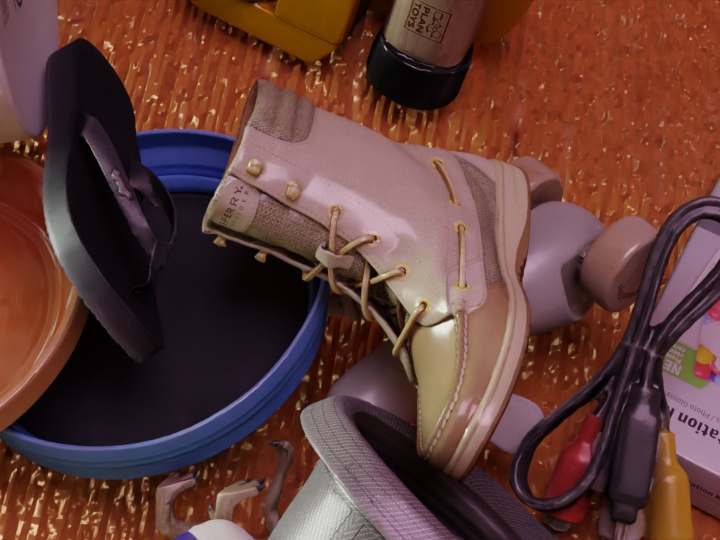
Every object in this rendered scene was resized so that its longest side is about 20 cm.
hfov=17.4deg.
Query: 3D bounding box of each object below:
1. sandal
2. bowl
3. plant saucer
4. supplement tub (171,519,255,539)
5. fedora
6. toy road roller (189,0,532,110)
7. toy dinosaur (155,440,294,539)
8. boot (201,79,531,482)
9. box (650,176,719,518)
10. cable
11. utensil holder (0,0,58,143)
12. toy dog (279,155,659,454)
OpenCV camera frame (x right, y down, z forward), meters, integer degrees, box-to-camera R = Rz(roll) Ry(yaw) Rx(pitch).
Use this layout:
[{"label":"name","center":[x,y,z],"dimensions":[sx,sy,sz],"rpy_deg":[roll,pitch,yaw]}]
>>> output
[{"label":"sandal","center":[-0.120,-0.045,1.147],"dimensions":[0.043,0.076,0.201],"rpy_deg":[-26,48,15]},{"label":"bowl","center":[-0.110,0.017,1.175],"dimensions":[0.200,0.039,0.201],"rpy_deg":[-7,51,9]},{"label":"plant saucer","center":[-0.226,0.021,1.157],"dimensions":[0.199,0.032,0.201],"rpy_deg":[-8,52,10]},{"label":"supplement tub","center":[-0.109,0.213,1.014],"dimensions":[0.199,0.146,0.146],"rpy_deg":[-28,66,-12]},{"label":"fedora","center":[0.025,0.143,1.074],"dimensions":[0.090,0.200,0.177],"rpy_deg":[-48,64,7]},{"label":"toy road roller","center":[0.008,-0.197,1.329],"dimensions":[0.199,0.123,0.146],"rpy_deg":[25,42,4]},{"label":"toy dinosaur","center":[-0.060,0.145,1.113],"dimensions":[0.199,0.058,0.102],"rpy_deg":[-21,108,-26]},{"label":"boot","center":[0.000,0.000,1.098],"dimensions":[0.154,0.072,0.200],"rpy_deg":[21,41,-13]},{"label":"box","center":[0.230,0.047,1.261],"dimensions":[0.155,0.041,0.200],"rpy_deg":[27,58,7]},{"label":"cable","center":[0.135,0.057,1.185],"dimensions":[0.097,0.050,0.201],"rpy_deg":[13,84,6]},{"label":"utensil holder","center":[-0.264,-0.137,1.173],"dimensions":[0.199,0.170,0.171],"rpy_deg":[-4,58,4]},{"label":"toy dog","center":[0.065,0.030,1.217],"dimensions":[0.199,0.096,0.132],"rpy_deg":[-23,52,-9]}]
